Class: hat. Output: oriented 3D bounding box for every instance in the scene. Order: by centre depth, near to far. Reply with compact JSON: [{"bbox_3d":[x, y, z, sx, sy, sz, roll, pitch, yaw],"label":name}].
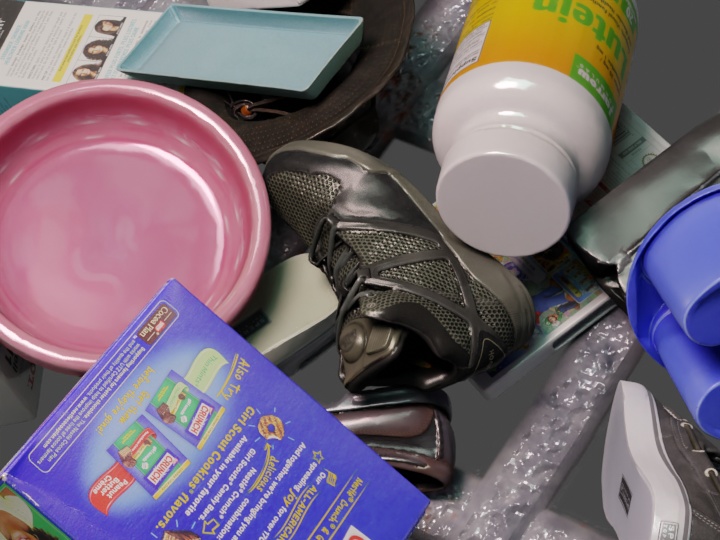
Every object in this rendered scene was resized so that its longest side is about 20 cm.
[{"bbox_3d":[-0.031,-0.119,1.334,0.201,0.081,0.201,-22,38,19],"label":"hat"}]

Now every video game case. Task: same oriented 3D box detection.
[{"bbox_3d":[0.120,-0.023,1.261,0.200,0.018,0.143,-36,53,-7],"label":"video game case"}]

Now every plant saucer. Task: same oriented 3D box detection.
[{"bbox_3d":[-0.156,-0.022,1.215,0.200,0.051,0.201,2,66,-5],"label":"plant saucer"},{"bbox_3d":[-0.082,-0.148,1.323,0.200,0.019,0.070,11,56,46],"label":"plant saucer"}]

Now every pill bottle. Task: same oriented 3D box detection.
[{"bbox_3d":[0.107,-0.105,1.217,0.111,0.111,0.200,-1,42,19],"label":"pill bottle"}]

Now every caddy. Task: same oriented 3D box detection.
[{"bbox_3d":[0.252,0.013,1.101,0.200,0.141,0.105,-11,33,2],"label":"caddy"}]

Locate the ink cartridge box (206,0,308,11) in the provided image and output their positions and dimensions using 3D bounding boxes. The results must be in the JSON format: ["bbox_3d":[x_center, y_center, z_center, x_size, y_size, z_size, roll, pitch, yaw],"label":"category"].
[{"bbox_3d":[-0.015,-0.258,1.381,0.200,0.067,0.116,-36,24,-30],"label":"ink cartridge box"}]

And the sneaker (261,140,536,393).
[{"bbox_3d":[0.000,0.000,1.185,0.199,0.076,0.114,41,46,15],"label":"sneaker"}]

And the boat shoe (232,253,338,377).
[{"bbox_3d":[-0.089,0.065,1.243,0.201,0.072,0.070,-30,60,-11],"label":"boat shoe"}]

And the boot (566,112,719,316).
[{"bbox_3d":[0.247,-0.027,1.178,0.200,0.066,0.165,-37,59,-10],"label":"boot"}]

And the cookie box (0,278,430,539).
[{"bbox_3d":[-0.088,0.135,1.086,0.200,0.075,0.171,42,52,-4],"label":"cookie box"}]

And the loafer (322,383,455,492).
[{"bbox_3d":[-0.039,0.120,1.190,0.200,0.072,0.063,-14,58,7],"label":"loafer"}]

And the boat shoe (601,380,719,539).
[{"bbox_3d":[0.176,0.117,1.078,0.066,0.070,0.200,9,13,-3],"label":"boat shoe"}]

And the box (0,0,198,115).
[{"bbox_3d":[-0.191,-0.148,1.439,0.200,0.049,0.082,8,60,25],"label":"box"}]

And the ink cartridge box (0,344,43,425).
[{"bbox_3d":[-0.277,-0.004,1.278,0.083,0.200,0.147,-7,56,12],"label":"ink cartridge box"}]
